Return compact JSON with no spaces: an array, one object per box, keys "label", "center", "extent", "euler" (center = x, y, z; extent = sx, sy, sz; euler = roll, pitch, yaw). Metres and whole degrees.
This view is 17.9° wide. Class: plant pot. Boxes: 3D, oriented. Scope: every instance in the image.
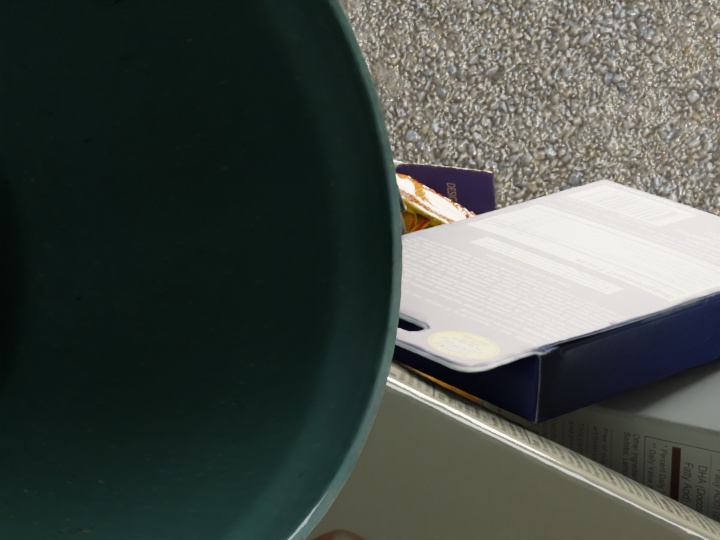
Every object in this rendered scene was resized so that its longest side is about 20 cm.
[{"label":"plant pot","center":[-0.105,-0.009,0.572],"extent":[0.200,0.201,0.134],"euler":[24,-24,-39]}]

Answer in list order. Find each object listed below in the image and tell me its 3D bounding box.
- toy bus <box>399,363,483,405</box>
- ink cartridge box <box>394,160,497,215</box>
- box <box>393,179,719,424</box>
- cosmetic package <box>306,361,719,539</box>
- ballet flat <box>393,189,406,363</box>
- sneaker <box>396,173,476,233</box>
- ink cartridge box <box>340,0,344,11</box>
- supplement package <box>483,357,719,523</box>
[{"label":"toy bus","center":[0.037,0.076,1.068],"extent":[0.078,0.065,0.200],"euler":[-28,37,-33]},{"label":"ink cartridge box","center":[-0.028,0.003,1.186],"extent":[0.199,0.047,0.198],"euler":[12,-31,14]},{"label":"box","center":[0.069,0.011,0.863],"extent":[0.199,0.033,0.121],"euler":[-14,25,-40]},{"label":"cosmetic package","center":[0.048,0.098,0.775],"extent":[0.199,0.088,0.103],"euler":[27,2,2]},{"label":"ballet flat","center":[0.000,0.000,0.960],"extent":[0.068,0.046,0.200],"euler":[60,-17,29]},{"label":"sneaker","center":[0.020,-0.006,1.030],"extent":[0.199,0.073,0.077],"euler":[30,1,17]},{"label":"ink cartridge box","center":[-0.123,-0.083,0.775],"extent":[0.199,0.088,0.145],"euler":[-20,32,-37]},{"label":"supplement package","center":[0.160,0.088,0.882],"extent":[0.199,0.118,0.117],"euler":[11,27,25]}]
